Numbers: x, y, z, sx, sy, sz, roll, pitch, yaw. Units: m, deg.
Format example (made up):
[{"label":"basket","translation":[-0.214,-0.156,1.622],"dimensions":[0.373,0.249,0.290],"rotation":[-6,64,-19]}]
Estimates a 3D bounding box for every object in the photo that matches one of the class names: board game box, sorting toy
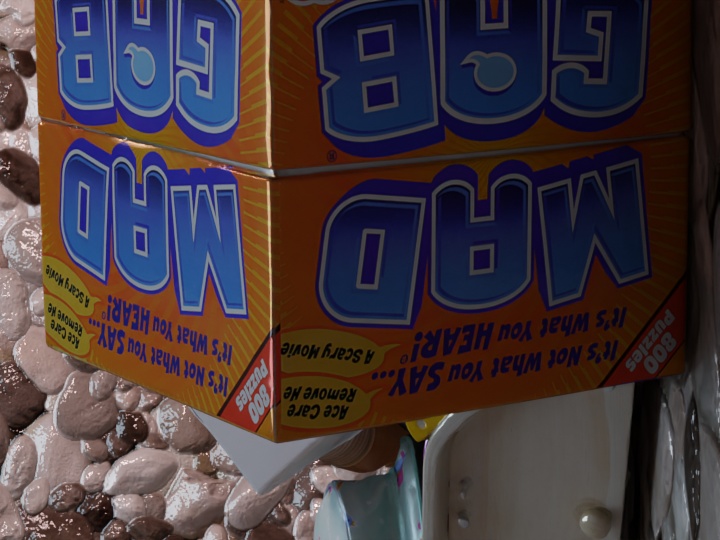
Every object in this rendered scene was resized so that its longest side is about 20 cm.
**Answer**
[{"label":"board game box","translation":[-0.002,-0.060,1.005],"dimensions":[0.200,0.199,0.202],"rotation":[15,109,56]},{"label":"sorting toy","translation":[0.094,0.065,1.180],"dimensions":[0.180,0.106,0.201],"rotation":[-63,-22,-51]}]

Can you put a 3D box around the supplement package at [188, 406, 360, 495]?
[{"label":"supplement package","translation":[0.000,0.000,1.265],"dimensions":[0.122,0.200,0.120],"rotation":[52,-153,7]}]

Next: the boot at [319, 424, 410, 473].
[{"label":"boot","translation":[-0.008,0.025,1.502],"dimensions":[0.154,0.073,0.202],"rotation":[14,-109,-57]}]

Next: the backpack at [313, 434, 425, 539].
[{"label":"backpack","translation":[0.052,0.190,1.325],"dimensions":[0.200,0.152,0.177],"rotation":[79,179,-69]}]

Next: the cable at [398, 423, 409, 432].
[{"label":"cable","translation":[0.058,0.016,1.487],"dimensions":[0.200,0.050,0.164],"rotation":[-61,-36,-44]}]
